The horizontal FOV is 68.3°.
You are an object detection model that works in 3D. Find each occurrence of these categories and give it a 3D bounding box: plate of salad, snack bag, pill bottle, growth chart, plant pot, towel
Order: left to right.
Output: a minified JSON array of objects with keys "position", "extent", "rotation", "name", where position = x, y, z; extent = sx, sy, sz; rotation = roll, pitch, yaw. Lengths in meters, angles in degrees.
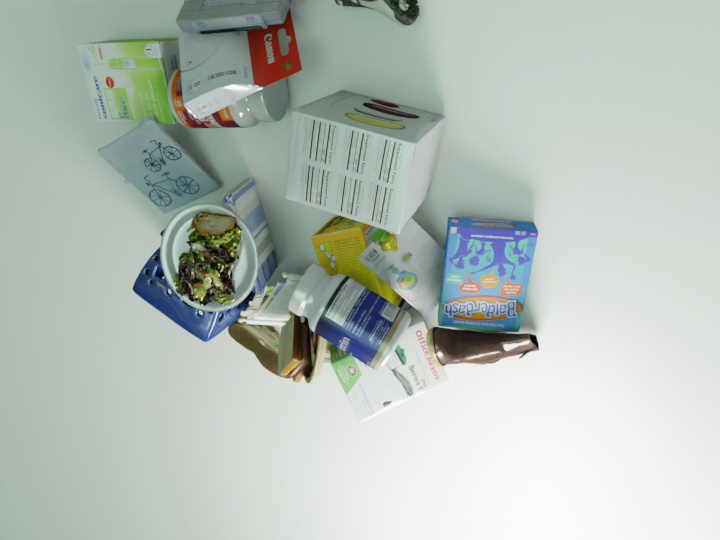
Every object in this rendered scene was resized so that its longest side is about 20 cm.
[{"position":[-0.419,-0.211,1.099],"extent":[0.186,0.022,0.200],"rotation":[-16,135,31],"name":"snack bag"},{"position":[-0.282,-0.021,0.970],"extent":[0.197,0.048,0.204],"rotation":[2,101,10],"name":"plate of salad"},{"position":[-0.318,-0.006,1.106],"extent":[0.199,0.200,0.181],"rotation":[33,116,4],"name":"plant pot"},{"position":[-0.239,-0.316,0.962],"extent":[0.197,0.110,0.111],"rotation":[5,117,22],"name":"pill bottle"},{"position":[-0.214,-0.074,1.051],"extent":[0.023,0.147,0.203],"rotation":[-9,112,11],"name":"towel"},{"position":[-0.163,0.066,1.125],"extent":[0.143,0.018,0.200],"rotation":[15,136,-37],"name":"growth chart"},{"position":[-0.021,0.078,0.931],"extent":[0.198,0.116,0.117],"rotation":[31,123,6],"name":"pill bottle"}]

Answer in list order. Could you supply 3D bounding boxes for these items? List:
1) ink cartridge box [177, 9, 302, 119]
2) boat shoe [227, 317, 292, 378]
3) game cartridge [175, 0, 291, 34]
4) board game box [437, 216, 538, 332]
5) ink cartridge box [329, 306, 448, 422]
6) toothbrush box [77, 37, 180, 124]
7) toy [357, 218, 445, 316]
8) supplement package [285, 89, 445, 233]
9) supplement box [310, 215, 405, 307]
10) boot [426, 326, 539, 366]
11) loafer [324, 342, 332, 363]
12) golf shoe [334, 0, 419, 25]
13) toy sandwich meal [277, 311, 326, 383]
[{"position":[-0.205,-0.361,0.878],"extent":[0.198,0.057,0.165],"rotation":[-21,63,17],"name":"ink cartridge box"},{"position":[-0.213,0.168,1.219],"extent":[0.073,0.067,0.200],"rotation":[-26,117,30],"name":"boat shoe"},{"position":[-0.200,-0.451,0.875],"extent":[0.197,0.132,0.038],"rotation":[6,162,21],"name":"game cartridge"},{"position":[0.221,0.010,0.944],"extent":[0.149,0.045,0.203],"rotation":[3,118,4],"name":"board game box"},{"position":[0.057,0.184,1.050],"extent":[0.198,0.084,0.148],"rotation":[-25,106,2],"name":"ink cartridge box"},{"position":[-0.429,-0.369,1.034],"extent":[0.197,0.086,0.148],"rotation":[9,119,21],"name":"toothbrush box"},{"position":[0.093,-0.016,0.967],"extent":[0.115,0.047,0.199],"rotation":[-46,124,8],"name":"toy"},{"position":[0.011,-0.187,0.869],"extent":[0.197,0.192,0.149],"rotation":[18,122,13],"name":"supplement package"},{"position":[0.000,0.000,1.017],"extent":[0.108,0.109,0.203],"rotation":[-8,111,26],"name":"supplement box"},{"position":[0.221,0.127,0.954],"extent":[0.164,0.199,0.074],"rotation":[-16,68,28],"name":"boot"},{"position":[-0.051,0.159,1.139],"extent":[0.197,0.076,0.069],"rotation":[-6,119,26],"name":"loafer"},{"position":[0.007,-0.443,0.827],"extent":[0.200,0.077,0.088],"rotation":[43,144,1],"name":"golf shoe"},{"position":[-0.118,0.131,1.060],"extent":[0.069,0.206,0.208],"rotation":[5,122,-15],"name":"toy sandwich meal"}]
